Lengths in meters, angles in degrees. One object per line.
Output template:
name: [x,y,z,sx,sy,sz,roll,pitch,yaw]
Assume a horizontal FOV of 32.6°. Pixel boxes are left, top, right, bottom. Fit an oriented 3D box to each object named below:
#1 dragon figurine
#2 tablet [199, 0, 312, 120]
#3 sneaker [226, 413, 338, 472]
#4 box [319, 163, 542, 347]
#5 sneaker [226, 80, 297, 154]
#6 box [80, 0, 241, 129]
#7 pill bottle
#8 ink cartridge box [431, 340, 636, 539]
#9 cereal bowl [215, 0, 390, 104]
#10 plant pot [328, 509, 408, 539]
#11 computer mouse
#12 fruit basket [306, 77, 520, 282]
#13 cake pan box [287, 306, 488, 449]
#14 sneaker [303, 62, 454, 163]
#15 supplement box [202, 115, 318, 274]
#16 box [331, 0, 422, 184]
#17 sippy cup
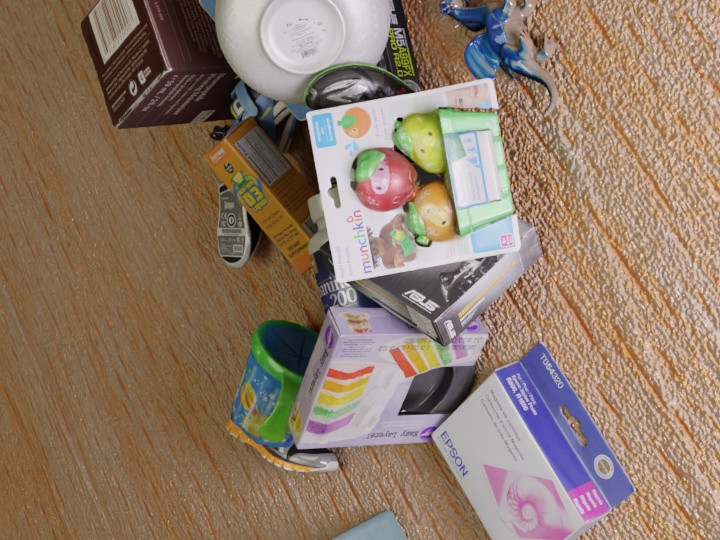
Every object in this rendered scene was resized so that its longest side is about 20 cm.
dragon figurine: [0.152,-0.232,1.308,0.099,0.059,0.200,-40,67,46]
tablet: [-0.095,-0.269,1.470,0.130,0.014,0.200,-15,123,50]
sneaker: [-0.106,0.221,1.700,0.200,0.078,0.077,24,95,37]
box: [0.076,-0.022,1.369,0.200,0.158,0.048,33,159,41]
sneaker: [-0.121,-0.223,1.584,0.200,0.082,0.074,110,151,-45]
box: [-0.232,-0.301,1.636,0.166,0.200,0.165,-34,72,48]
pill bottle: [0.000,0.000,1.495,0.111,0.111,0.200,-23,81,49]
ink cartridge box: [0.185,0.213,1.377,0.197,0.043,0.200,59,137,23]
cereal bowl: [-0.064,-0.276,1.374,0.083,0.200,0.200,-98,17,-66]
plant pot: [-0.032,0.455,1.560,0.197,0.200,0.196,58,135,23]
computer mouse: [-0.166,-0.104,1.726,0.110,0.044,0.200,5,96,44]
fruit basket: [0.056,-0.093,1.285,0.094,0.200,0.186,-142,43,-86]
cake pan box: [0.032,0.125,1.421,0.184,0.200,0.052,-66,34,36]
sneaker: [0.035,-0.169,1.360,0.084,0.200,0.077,-87,18,-59]
supplement box: [-0.108,-0.095,1.577,0.200,0.069,0.067,51,139,-5]
box: [0.003,-0.221,1.498,0.160,0.044,0.200,-18,83,51]
sippy cup: [-0.102,0.156,1.611,0.140,0.178,0.130,39,114,24]
